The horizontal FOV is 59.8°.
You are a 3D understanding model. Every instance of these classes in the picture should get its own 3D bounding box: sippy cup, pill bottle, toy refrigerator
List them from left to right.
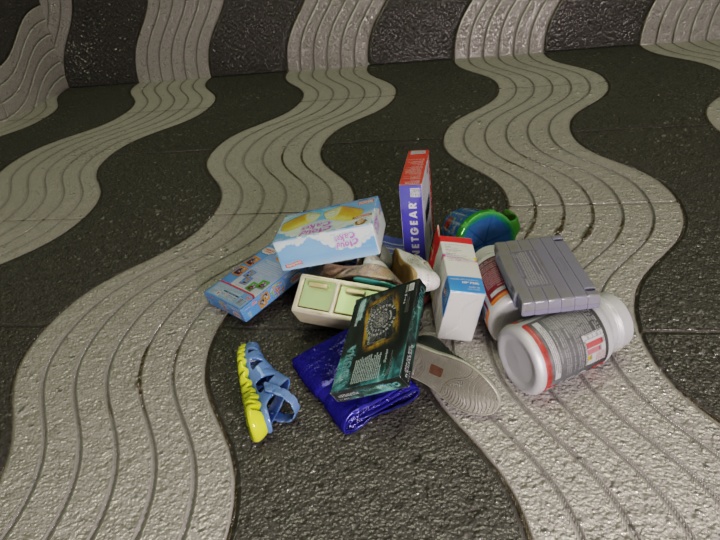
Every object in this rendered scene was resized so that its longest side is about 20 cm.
[{"bbox_3d":[-0.020,0.065,1.153,0.197,0.070,0.077,9,69,16],"label":"toy refrigerator"},{"bbox_3d":[0.239,-0.073,1.329,0.176,0.141,0.130,9,15,-20],"label":"sippy cup"},{"bbox_3d":[0.264,0.038,1.146,0.111,0.114,0.201,-8,32,-1],"label":"pill bottle"},{"bbox_3d":[0.332,0.112,1.009,0.198,0.117,0.116,-19,33,-18],"label":"pill bottle"}]

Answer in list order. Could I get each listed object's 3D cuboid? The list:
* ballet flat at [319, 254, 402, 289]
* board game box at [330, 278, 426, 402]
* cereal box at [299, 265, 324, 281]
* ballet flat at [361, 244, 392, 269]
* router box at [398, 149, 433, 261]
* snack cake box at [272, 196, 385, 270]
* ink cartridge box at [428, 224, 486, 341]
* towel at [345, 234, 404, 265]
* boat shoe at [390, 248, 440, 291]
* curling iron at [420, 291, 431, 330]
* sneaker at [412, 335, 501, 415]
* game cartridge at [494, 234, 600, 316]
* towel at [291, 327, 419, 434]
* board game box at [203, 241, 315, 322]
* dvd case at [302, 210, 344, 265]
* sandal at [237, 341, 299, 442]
[{"bbox_3d":[0.000,0.000,1.185,0.198,0.068,0.068,2,69,38],"label":"ballet flat"},{"bbox_3d":[0.031,0.109,1.004,0.134,0.028,0.201,-20,36,33],"label":"board game box"},{"bbox_3d":[-0.056,0.026,1.306,0.142,0.040,0.201,-8,31,-3],"label":"cereal box"},{"bbox_3d":[-0.001,-0.058,1.287,0.068,0.063,0.200,-52,46,12],"label":"ballet flat"},{"bbox_3d":[0.126,-0.135,1.376,0.048,0.202,0.180,0,33,12],"label":"router box"},{"bbox_3d":[-0.057,-0.071,1.204,0.197,0.068,0.115,-10,29,14],"label":"snack cake box"},{"bbox_3d":[0.173,0.018,1.164,0.066,0.117,0.201,5,39,-5],"label":"ink cartridge box"},{"bbox_3d":[0.017,-0.040,1.354,0.143,0.024,0.200,17,29,11],"label":"towel"},{"bbox_3d":[0.103,0.006,1.197,0.068,0.072,0.200,5,14,-11],"label":"boat shoe"},{"bbox_3d":[0.134,0.059,1.225,0.049,0.026,0.200,16,39,29],"label":"curling iron"},{"bbox_3d":[0.147,0.157,1.020,0.199,0.076,0.106,29,16,22],"label":"sneaker"},{"bbox_3d":[0.303,0.006,1.050,0.128,0.039,0.201,-10,31,4],"label":"game cartridge"},{"bbox_3d":[-0.014,0.173,1.049,0.146,0.050,0.200,-22,34,-23],"label":"towel"},{"bbox_3d":[-0.210,0.017,1.316,0.200,0.037,0.150,-40,36,-27],"label":"board game box"},{"bbox_3d":[-0.083,-0.072,1.350,0.141,0.018,0.201,12,30,6],"label":"dvd case"},{"bbox_3d":[-0.155,0.193,1.032,0.086,0.080,0.201,-11,40,-14],"label":"sandal"}]
